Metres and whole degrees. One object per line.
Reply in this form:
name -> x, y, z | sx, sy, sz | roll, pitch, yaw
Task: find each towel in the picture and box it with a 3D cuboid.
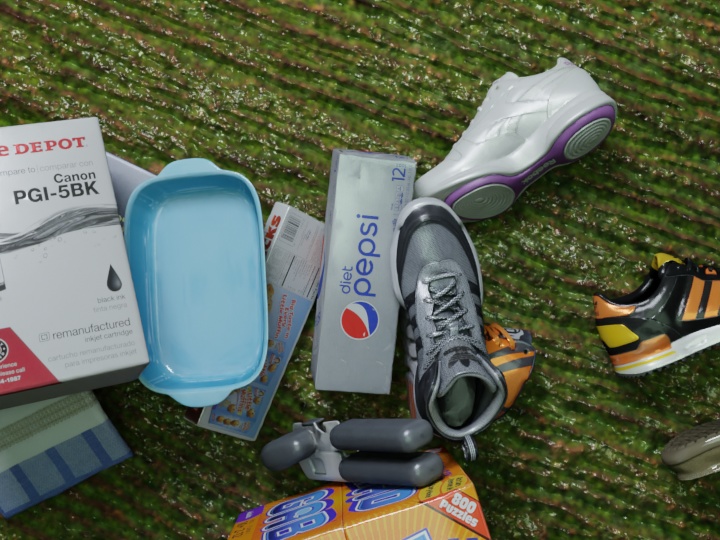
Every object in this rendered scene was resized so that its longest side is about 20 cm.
towel -> -0.302, 0.105, 0.851 | 0.146, 0.024, 0.201 | -26, 106, 13

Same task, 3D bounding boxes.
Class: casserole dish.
casserole dish -> -0.132, 0.010, 0.833 | 0.119, 0.039, 0.203 | -5, 85, 9

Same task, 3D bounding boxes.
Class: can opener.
can opener -> -0.016, 0.153, 0.815 | 0.066, 0.199, 0.054 | -19, 92, -32

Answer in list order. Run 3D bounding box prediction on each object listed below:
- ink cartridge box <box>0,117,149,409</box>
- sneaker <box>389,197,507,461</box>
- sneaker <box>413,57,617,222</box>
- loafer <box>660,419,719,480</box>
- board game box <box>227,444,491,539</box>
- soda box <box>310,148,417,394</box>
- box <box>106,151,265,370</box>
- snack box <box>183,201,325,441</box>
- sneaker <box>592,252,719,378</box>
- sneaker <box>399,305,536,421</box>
ink cartridge box -> -0.255, -0.005, 0.770 | 0.145, 0.083, 0.202 | -11, 80, -23
sneaker -> 0.072, 0.046, 0.784 | 0.074, 0.114, 0.203 | -9, 100, -4
sneaker -> 0.125, -0.114, 0.898 | 0.199, 0.075, 0.100 | -30, 58, 5
loafer -> 0.362, 0.158, 0.876 | 0.197, 0.076, 0.068 | -12, 84, -3
board game box -> 0.015, 0.279, 0.802 | 0.197, 0.200, 0.202 | -18, 89, -2
soda box -> 0.000, 0.000, 0.861 | 0.067, 0.063, 0.203 | 5, 99, -8
box -> -0.202, -0.007, 0.886 | 0.198, 0.051, 0.159 | 26, 87, 1
snack box -> -0.083, 0.046, 0.878 | 0.024, 0.072, 0.202 | 20, 86, 44
sneaker -> 0.300, 0.017, 0.884 | 0.198, 0.070, 0.091 | -26, 91, 0
sneaker -> 0.092, 0.040, 0.883 | 0.110, 0.078, 0.203 | -6, 100, -6
